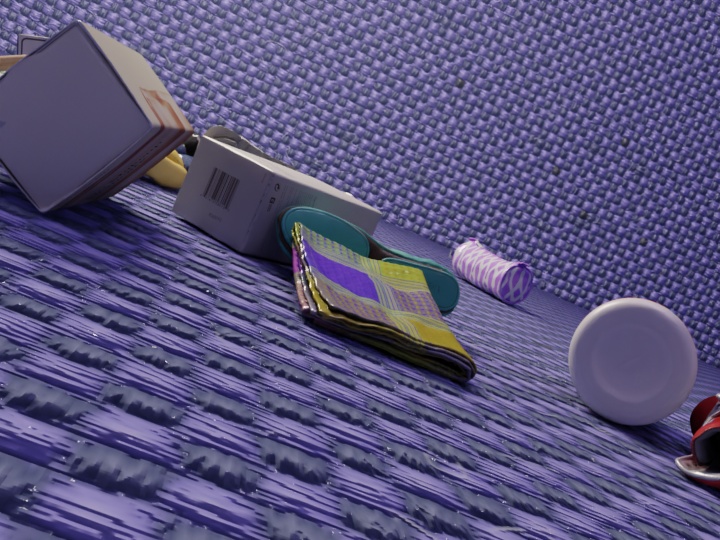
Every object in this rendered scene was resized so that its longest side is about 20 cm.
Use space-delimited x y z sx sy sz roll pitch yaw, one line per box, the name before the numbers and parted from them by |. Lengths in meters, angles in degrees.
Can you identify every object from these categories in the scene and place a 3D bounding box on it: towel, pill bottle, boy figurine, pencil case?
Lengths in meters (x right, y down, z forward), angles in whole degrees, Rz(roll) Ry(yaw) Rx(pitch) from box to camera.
towel | 0.013 0.020 0.694 0.142 0.023 0.200 22 16 -16
pill bottle | 0.270 0.085 0.842 0.112 0.114 0.200 26 6 19
boy figurine | -0.248 -0.151 1.019 0.125 0.064 0.200 51 10 16
pencil case | 0.257 0.000 1.673 0.083 0.086 0.200 22 7 -30

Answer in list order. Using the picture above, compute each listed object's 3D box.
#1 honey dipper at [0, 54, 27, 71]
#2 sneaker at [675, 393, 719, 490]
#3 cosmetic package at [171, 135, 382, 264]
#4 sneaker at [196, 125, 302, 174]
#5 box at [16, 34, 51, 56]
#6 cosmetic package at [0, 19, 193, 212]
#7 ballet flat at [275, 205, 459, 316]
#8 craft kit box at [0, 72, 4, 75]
honey dipper | -0.308 -0.167 0.688 0.197 0.039 0.038 -8 14 -12
sneaker | 0.304 0.138 0.715 0.111 0.072 0.200 26 8 -10
cosmetic package | -0.079 -0.061 0.875 0.107 0.086 0.199 28 7 33
sneaker | -0.109 -0.101 1.047 0.200 0.076 0.080 43 1 8
box | -0.323 -0.230 0.974 0.115 0.061 0.200 4 13 -16
cosmetic package | -0.201 -0.112 0.650 0.088 0.103 0.200 54 3 -8
ballet flat | 0.000 0.000 0.827 0.198 0.068 0.070 23 -18 -16
craft kit box | -0.398 -0.203 1.068 0.198 0.049 0.197 25 3 5
